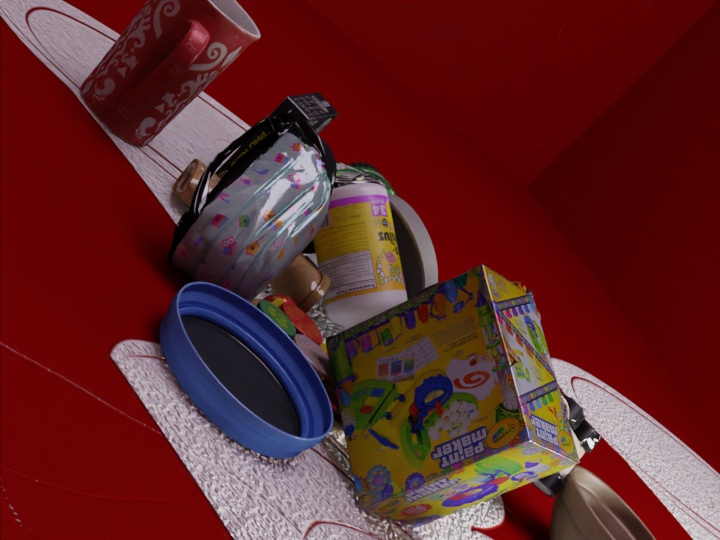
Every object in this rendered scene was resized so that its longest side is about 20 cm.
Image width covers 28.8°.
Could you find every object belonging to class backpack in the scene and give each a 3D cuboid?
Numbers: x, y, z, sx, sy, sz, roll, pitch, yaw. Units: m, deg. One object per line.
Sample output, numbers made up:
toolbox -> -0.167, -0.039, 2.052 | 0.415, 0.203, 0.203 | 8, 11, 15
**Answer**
backpack -> -0.114, -0.056, 1.510 | 0.126, 0.167, 0.200 | 34, 46, 7

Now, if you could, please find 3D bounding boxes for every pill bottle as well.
pill bottle -> 0.000, 0.000, 1.740 | 0.104, 0.103, 0.202 | 8, 69, -68

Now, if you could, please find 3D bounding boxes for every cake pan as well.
cake pan -> 0.032, -0.015, 1.840 | 0.037, 0.201, 0.201 | -20, 60, -34

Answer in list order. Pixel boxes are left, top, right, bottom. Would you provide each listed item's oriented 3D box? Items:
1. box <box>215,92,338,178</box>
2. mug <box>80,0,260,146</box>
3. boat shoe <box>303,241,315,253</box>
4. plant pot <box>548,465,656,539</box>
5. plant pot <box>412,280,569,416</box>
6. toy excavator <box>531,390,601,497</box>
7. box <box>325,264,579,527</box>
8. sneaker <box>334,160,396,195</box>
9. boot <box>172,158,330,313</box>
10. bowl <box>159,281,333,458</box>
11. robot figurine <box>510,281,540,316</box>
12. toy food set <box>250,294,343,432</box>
box -> -0.115, -0.166, 1.877 | 0.044, 0.160, 0.200 | 46, 13, 1
mug -> -0.242, -0.258, 1.675 | 0.134, 0.200, 0.177 | 48, 14, 9
boat shoe -> -0.098, -0.078, 1.815 | 0.200, 0.073, 0.064 | 30, 60, -57
plant pot -> 0.305, 0.354, 1.786 | 0.201, 0.093, 0.201 | 43, 15, -14
plant pot -> 0.126, 0.116, 1.660 | 0.186, 0.186, 0.201 | 32, 29, -44
toy excavator -> 0.206, 0.203, 1.804 | 0.199, 0.100, 0.195 | 32, -15, 41
box -> 0.091, 0.133, 1.439 | 0.122, 0.199, 0.194 | 29, 43, -52
sneaker -> -0.030, -0.115, 1.922 | 0.199, 0.079, 0.085 | 0, 26, -37
boot -> -0.135, -0.037, 1.662 | 0.200, 0.066, 0.175 | 43, 1, -17
bowl -> -0.112, 0.098, 1.355 | 0.200, 0.039, 0.201 | 40, 19, -17
robot figurine -> 0.143, 0.064, 1.894 | 0.146, 0.198, 0.059 | -81, 161, -49
toy food set -> -0.051, 0.102, 1.534 | 0.200, 0.049, 0.198 | 47, 14, 0
